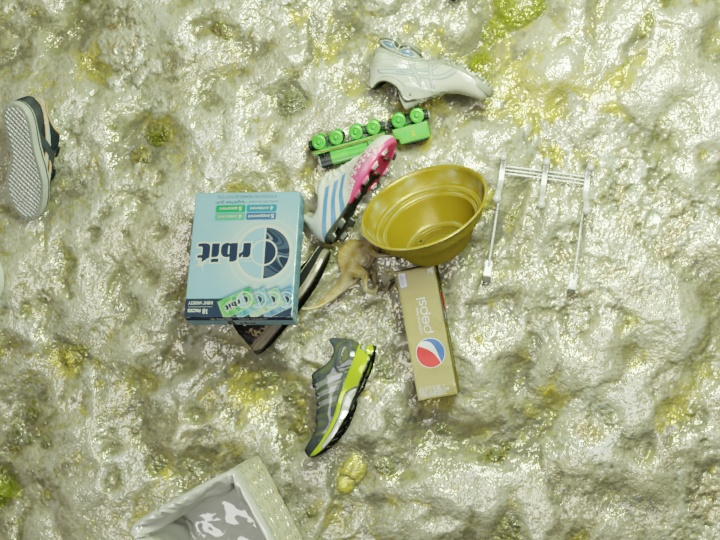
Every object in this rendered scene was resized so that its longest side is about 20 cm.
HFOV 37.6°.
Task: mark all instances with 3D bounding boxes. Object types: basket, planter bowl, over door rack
[{"bbox_3d":[-0.213,0.421,1.645,0.197,0.161,0.202,-30,88,9],"label":"basket"},{"bbox_3d":[0.106,-0.066,1.593,0.198,0.201,0.084,-17,126,9],"label":"planter bowl"},{"bbox_3d":[0.269,-0.071,1.597,0.146,0.067,0.203,8,93,9],"label":"over door rack"}]

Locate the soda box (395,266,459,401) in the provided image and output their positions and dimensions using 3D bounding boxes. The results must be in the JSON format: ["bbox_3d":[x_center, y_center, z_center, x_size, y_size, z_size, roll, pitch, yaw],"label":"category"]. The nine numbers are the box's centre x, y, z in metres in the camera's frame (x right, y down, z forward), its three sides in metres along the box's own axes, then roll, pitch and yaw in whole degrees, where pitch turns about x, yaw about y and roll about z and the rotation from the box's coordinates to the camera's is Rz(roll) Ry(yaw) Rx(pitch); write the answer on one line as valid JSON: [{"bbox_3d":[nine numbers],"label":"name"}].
[{"bbox_3d":[0.104,0.094,1.629,0.063,0.068,0.203,-10,90,9],"label":"soda box"}]

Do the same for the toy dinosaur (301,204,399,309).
[{"bbox_3d":[0.000,0.000,1.658,0.101,0.058,0.201,31,89,21],"label":"toy dinosaur"}]

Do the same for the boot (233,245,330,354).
[{"bbox_3d":[-0.154,0.013,1.668,0.150,0.073,0.201,38,103,6],"label":"boot"}]

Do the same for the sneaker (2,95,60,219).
[{"bbox_3d":[-0.527,-0.185,1.720,0.077,0.079,0.202,14,119,14],"label":"sneaker"}]

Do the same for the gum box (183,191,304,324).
[{"bbox_3d":[-0.175,-0.019,1.618,0.167,0.045,0.203,-1,71,8],"label":"gum box"}]

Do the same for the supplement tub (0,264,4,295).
[{"bbox_3d":[-0.669,0.020,1.682,0.143,0.200,0.147,0,92,9],"label":"supplement tub"}]

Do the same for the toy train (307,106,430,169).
[{"bbox_3d":[0.016,-0.205,1.647,0.197,0.042,0.057,-14,100,9],"label":"toy train"}]

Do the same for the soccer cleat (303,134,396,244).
[{"bbox_3d":[-0.023,-0.136,1.629,0.086,0.070,0.201,39,108,18],"label":"soccer cleat"}]

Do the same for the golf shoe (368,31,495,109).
[{"bbox_3d":[0.105,-0.283,1.612,0.198,0.078,0.098,24,94,17],"label":"golf shoe"}]

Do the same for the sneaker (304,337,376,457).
[{"bbox_3d":[-0.045,0.197,1.662,0.080,0.074,0.202,24,88,14],"label":"sneaker"}]
